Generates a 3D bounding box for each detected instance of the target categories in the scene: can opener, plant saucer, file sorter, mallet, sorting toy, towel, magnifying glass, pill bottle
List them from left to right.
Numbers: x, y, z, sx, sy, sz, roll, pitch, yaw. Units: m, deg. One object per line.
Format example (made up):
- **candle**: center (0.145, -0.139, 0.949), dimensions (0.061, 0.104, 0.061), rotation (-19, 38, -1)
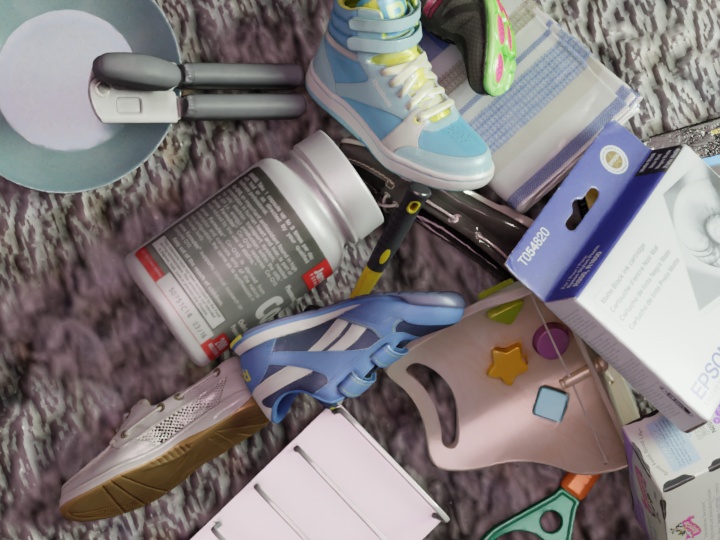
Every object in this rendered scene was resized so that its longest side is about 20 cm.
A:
- **plant saucer**: center (-0.252, -0.164, 1.669), dimensions (0.201, 0.039, 0.201), rotation (0, 86, -3)
- **can opener**: center (-0.133, -0.150, 1.632), dimensions (0.200, 0.066, 0.053), rotation (-1, 85, -31)
- **pill bottle**: center (-0.087, -0.021, 1.631), dimensions (0.200, 0.114, 0.114), rotation (-36, 89, -5)
- **file sorter**: center (-0.043, 0.225, 1.611), dimensions (0.200, 0.125, 0.139), rotation (-44, 89, -5)
- **mallet**: center (0.000, 0.000, 1.610), dimensions (0.066, 0.200, 0.041), rotation (11, 42, -11)
- **towel**: center (0.123, -0.159, 1.674), dimensions (0.147, 0.024, 0.200), rotation (-43, 71, -5)
- **sorting toy**: center (0.121, 0.089, 1.637), dimensions (0.180, 0.107, 0.200), rotation (-23, 117, 7)
- **magnifying glass**: center (0.168, 0.209, 1.677), dimensions (0.080, 0.022, 0.200), rotation (36, 84, 0)

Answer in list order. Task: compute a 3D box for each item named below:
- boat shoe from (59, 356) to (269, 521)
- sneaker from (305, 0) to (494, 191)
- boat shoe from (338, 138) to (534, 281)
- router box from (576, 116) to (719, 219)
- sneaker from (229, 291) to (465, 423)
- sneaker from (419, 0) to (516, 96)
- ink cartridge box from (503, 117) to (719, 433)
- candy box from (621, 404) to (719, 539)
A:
- **boat shoe**: center (-0.171, 0.141, 1.643), dimensions (0.200, 0.071, 0.069), rotation (-30, 62, 2)
- **sneaker**: center (0.039, -0.160, 1.608), dimensions (0.200, 0.131, 0.080), rotation (37, 45, 25)
- **boat shoe**: center (0.065, -0.050, 1.666), dimensions (0.200, 0.067, 0.057), rotation (25, 80, -5)
- **router box**: center (0.295, -0.052, 1.686), dimensions (0.200, 0.051, 0.149), rotation (-17, 90, -4)
- **sneaker**: center (-0.004, 0.065, 1.578), dimensions (0.200, 0.074, 0.082), rotation (-17, 80, 19)
- **sneaker**: center (0.076, -0.224, 1.658), dimensions (0.084, 0.077, 0.200), rotation (-25, 61, 10)
- **ink cartridge box**: center (0.239, -0.006, 1.557), dimensions (0.200, 0.041, 0.200), rotation (41, 56, -5)
- **candy box**: center (0.323, 0.151, 1.613), dimensions (0.200, 0.168, 0.072), rotation (-25, 56, -5)
